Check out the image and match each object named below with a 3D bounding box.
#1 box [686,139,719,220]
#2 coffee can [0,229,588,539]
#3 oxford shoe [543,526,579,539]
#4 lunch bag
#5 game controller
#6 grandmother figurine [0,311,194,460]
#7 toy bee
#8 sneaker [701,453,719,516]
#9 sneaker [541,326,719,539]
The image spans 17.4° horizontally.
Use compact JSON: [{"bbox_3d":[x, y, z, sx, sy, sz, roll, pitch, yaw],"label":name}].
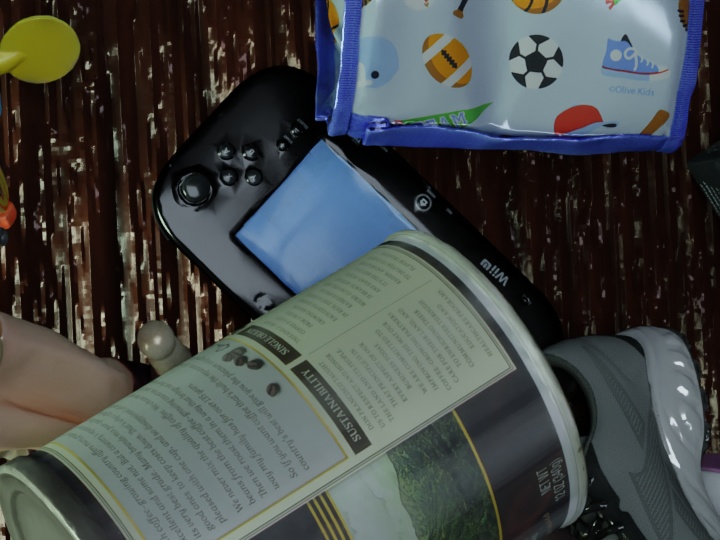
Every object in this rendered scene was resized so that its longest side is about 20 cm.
[{"bbox_3d":[0.277,-0.049,1.086,0.199,0.115,0.133,-33,95,-6],"label":"box"},{"bbox_3d":[-0.028,0.093,0.966,0.199,0.146,0.147,-31,93,-20],"label":"coffee can"},{"bbox_3d":[0.045,0.145,1.074,0.199,0.073,0.072,0,88,-7],"label":"oxford shoe"},{"bbox_3d":[0.065,-0.153,1.058,0.169,0.124,0.201,1,82,-8],"label":"lunch bag"},{"bbox_3d":[0.000,0.000,1.086,0.200,0.042,0.104,43,85,-5],"label":"game controller"},{"bbox_3d":[-0.119,0.060,1.017,0.121,0.200,0.061,-17,67,34],"label":"grandmother figurine"},{"bbox_3d":[-0.194,-0.061,1.044,0.130,0.109,0.201,3,68,10],"label":"toy bee"},{"bbox_3d":[0.239,0.150,1.101,0.199,0.080,0.089,14,92,-1],"label":"sneaker"},{"bbox_3d":[0.123,0.118,1.049,0.079,0.074,0.201,1,56,-25],"label":"sneaker"}]
